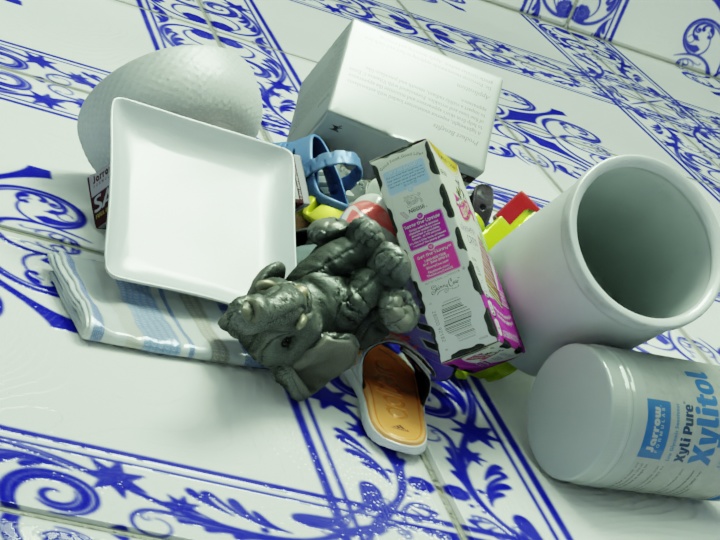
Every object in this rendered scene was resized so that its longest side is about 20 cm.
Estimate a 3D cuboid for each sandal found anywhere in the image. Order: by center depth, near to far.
[{"bbox_3d":[0.035,0.099,1.575,0.079,0.059,0.207,17,19,-16],"label":"sandal"},{"bbox_3d":[-0.064,-0.109,1.863,0.200,0.087,0.079,31,7,37],"label":"sandal"}]

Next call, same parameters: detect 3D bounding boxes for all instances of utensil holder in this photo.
[{"bbox_3d":[0.222,0.003,1.653,0.170,0.170,0.200,9,-22,-23],"label":"utensil holder"}]

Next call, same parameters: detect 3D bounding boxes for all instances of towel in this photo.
[{"bbox_3d":[-0.178,0.036,1.566,0.200,0.024,0.147,12,22,-29],"label":"towel"}]

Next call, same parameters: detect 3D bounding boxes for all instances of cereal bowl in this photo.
[{"bbox_3d":[-0.191,-0.141,1.803,0.200,0.200,0.083,4,53,-43],"label":"cereal bowl"}]

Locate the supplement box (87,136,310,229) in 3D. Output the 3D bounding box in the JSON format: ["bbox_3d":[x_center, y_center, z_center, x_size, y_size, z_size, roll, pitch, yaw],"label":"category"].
[{"bbox_3d":[-0.163,-0.081,1.754,0.200,0.109,0.061,5,66,-41],"label":"supplement box"}]

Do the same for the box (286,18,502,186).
[{"bbox_3d":[0.033,-0.171,2.038,0.199,0.131,0.200,20,-23,-14],"label":"box"}]

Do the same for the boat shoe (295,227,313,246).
[{"bbox_3d":[-0.001,0.003,1.738,0.201,0.074,0.063,17,5,44],"label":"boat shoe"}]

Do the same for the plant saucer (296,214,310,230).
[{"bbox_3d":[-0.118,-0.097,1.977,0.200,0.035,0.200,19,20,-7],"label":"plant saucer"}]

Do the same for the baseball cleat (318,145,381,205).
[{"bbox_3d":[-0.005,-0.087,1.903,0.070,0.106,0.200,31,30,-48],"label":"baseball cleat"}]

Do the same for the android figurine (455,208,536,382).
[{"bbox_3d":[0.141,0.029,1.745,0.182,0.041,0.200,49,59,-2],"label":"android figurine"}]

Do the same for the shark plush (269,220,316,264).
[{"bbox_3d":[-0.086,-0.010,1.702,0.200,0.083,0.091,16,-1,20],"label":"shark plush"}]

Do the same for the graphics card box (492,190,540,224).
[{"bbox_3d":[0.209,-0.023,1.962,0.125,0.051,0.200,46,1,7],"label":"graphics card box"}]

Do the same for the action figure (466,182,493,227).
[{"bbox_3d":[0.089,-0.051,1.960,0.130,0.069,0.200,8,-10,-8],"label":"action figure"}]

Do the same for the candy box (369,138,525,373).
[{"bbox_3d":[0.083,-0.011,1.595,0.136,0.061,0.200,23,45,-73],"label":"candy box"}]

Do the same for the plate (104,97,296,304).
[{"bbox_3d":[-0.153,-0.052,1.631,0.200,0.032,0.200,16,55,-28],"label":"plate"}]

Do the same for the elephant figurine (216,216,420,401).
[{"bbox_3d":[-0.059,0.041,1.512,0.200,0.155,0.141,-32,31,-33],"label":"elephant figurine"}]

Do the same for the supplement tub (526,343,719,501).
[{"bbox_3d":[0.271,0.143,1.608,0.200,0.132,0.132,10,23,-31],"label":"supplement tub"}]

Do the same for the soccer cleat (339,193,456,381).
[{"bbox_3d":[0.030,0.028,1.639,0.068,0.200,0.073,-11,21,38],"label":"soccer cleat"}]
